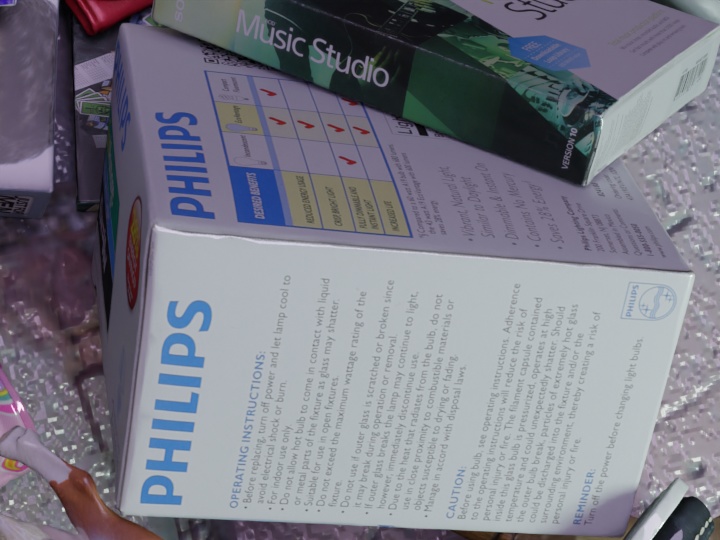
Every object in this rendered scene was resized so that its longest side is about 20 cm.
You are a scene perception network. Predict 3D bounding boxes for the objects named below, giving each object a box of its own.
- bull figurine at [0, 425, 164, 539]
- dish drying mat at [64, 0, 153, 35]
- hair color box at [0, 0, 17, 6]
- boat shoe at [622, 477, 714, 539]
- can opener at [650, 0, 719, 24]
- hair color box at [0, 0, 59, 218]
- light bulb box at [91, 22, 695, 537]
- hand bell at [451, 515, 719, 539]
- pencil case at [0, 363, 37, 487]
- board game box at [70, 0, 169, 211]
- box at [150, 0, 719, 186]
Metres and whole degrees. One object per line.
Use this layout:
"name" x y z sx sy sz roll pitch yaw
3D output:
"bull figurine" -0.124 0.154 0.818 0.121 0.200 0.065 39 41 9
"dish drying mat" -0.062 -0.185 0.948 0.200 0.018 0.077 -36 89 -25
"hair color box" -0.244 -0.158 0.838 0.200 0.065 0.109 -5 42 -20
"boat shoe" 0.103 0.172 0.836 0.060 0.200 0.076 31 34 16
"can opener" 0.094 -0.171 0.969 0.200 0.066 0.053 26 87 -13
"hair color box" -0.230 -0.079 0.880 0.200 0.061 0.099 3 79 -14
"light bulb box" 0.000 0.000 0.836 0.200 0.198 0.125 4 117 -12
"hand bell" 0.057 0.112 0.912 0.200 0.104 0.104 25 75 4
"pencil case" -0.229 0.091 0.835 0.200 0.087 0.087 -30 88 -18
"board game box" -0.031 -0.079 0.948 0.200 0.023 0.105 0 77 -13
"box" 0.034 -0.103 0.874 0.200 0.144 0.036 21 118 20
